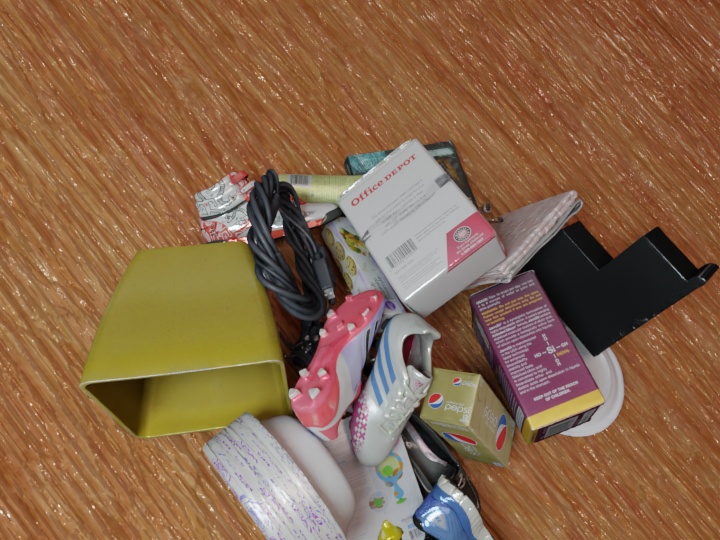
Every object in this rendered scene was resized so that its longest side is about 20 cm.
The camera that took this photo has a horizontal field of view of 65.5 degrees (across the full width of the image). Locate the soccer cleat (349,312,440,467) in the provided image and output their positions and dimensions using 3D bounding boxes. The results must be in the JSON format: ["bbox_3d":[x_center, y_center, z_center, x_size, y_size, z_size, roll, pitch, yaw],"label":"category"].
[{"bbox_3d":[0.043,0.151,0.684,0.070,0.086,0.201,14,89,-35],"label":"soccer cleat"}]

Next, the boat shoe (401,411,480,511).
[{"bbox_3d":[0.097,0.267,0.771,0.067,0.057,0.200,-40,85,-25],"label":"boat shoe"}]

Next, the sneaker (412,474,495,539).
[{"bbox_3d":[0.123,0.355,0.718,0.089,0.079,0.200,-36,112,-11],"label":"sneaker"}]

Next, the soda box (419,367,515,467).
[{"bbox_3d":[0.148,0.198,0.740,0.064,0.200,0.068,4,62,31],"label":"soda box"}]

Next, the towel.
[{"bbox_3d":[0.212,-0.035,0.843,0.200,0.191,0.032,-41,100,-25],"label":"towel"}]

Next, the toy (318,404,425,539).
[{"bbox_3d":[0.011,0.277,0.745,0.115,0.047,0.201,-19,84,-12],"label":"toy"}]

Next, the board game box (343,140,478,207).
[{"bbox_3d":[0.085,-0.140,0.930,0.199,0.028,0.136,-12,74,-19],"label":"board game box"}]

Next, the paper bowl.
[{"bbox_3d":[-0.083,0.251,0.645,0.104,0.201,0.201,-37,84,-25],"label":"paper bowl"}]

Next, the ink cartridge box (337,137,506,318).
[{"bbox_3d":[0.078,-0.060,0.761,0.145,0.085,0.200,-37,58,8],"label":"ink cartridge box"}]

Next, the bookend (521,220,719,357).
[{"bbox_3d":[0.377,-0.010,0.854,0.092,0.199,0.200,-19,66,-46],"label":"bookend"}]

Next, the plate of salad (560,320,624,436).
[{"bbox_3d":[0.316,0.161,0.880,0.199,0.048,0.201,5,60,-9],"label":"plate of salad"}]

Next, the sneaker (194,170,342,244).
[{"bbox_3d":[-0.134,-0.096,0.798,0.201,0.067,0.108,-17,94,-3],"label":"sneaker"}]

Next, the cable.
[{"bbox_3d":[-0.093,-0.030,0.685,0.051,0.163,0.201,-21,82,18],"label":"cable"}]

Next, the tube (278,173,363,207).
[{"bbox_3d":[-0.027,-0.116,0.862,0.199,0.058,0.052,2,32,-6],"label":"tube"}]

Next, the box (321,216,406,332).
[{"bbox_3d":[0.000,0.000,0.802,0.039,0.042,0.200,0,45,-33],"label":"box"}]

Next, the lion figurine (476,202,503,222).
[{"bbox_3d":[0.123,-0.045,0.878,0.199,0.122,0.073,-17,88,-37],"label":"lion figurine"}]

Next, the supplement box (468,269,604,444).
[{"bbox_3d":[0.239,0.124,0.788,0.103,0.131,0.201,-23,63,3],"label":"supplement box"}]

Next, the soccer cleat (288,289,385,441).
[{"bbox_3d":[-0.018,0.105,0.668,0.077,0.066,0.200,63,38,-30],"label":"soccer cleat"}]

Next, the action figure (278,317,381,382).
[{"bbox_3d":[-0.026,0.120,0.751,0.199,0.102,0.119,6,43,-31],"label":"action figure"}]

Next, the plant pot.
[{"bbox_3d":[-0.192,0.078,0.676,0.199,0.200,0.177,-6,59,-7],"label":"plant pot"}]
